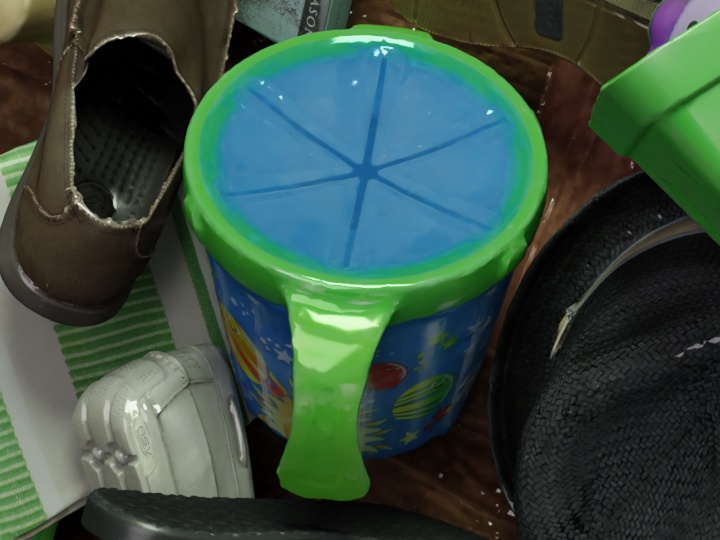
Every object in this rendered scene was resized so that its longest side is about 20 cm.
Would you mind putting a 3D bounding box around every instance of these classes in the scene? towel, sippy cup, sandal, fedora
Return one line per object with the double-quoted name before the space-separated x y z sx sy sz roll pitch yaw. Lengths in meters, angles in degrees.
"towel" -0.144 0.034 0.964 0.023 0.199 0.153 16 127 56
"sippy cup" 0.000 0.000 0.941 0.139 0.131 0.178 35 55 26
"sandal" -0.017 0.115 0.935 0.075 0.199 0.045 20 100 59
"sandal" 0.097 -0.109 0.937 0.199 0.054 0.081 21 128 25
"fedora" 0.119 0.062 0.891 0.200 0.092 0.202 9 111 25

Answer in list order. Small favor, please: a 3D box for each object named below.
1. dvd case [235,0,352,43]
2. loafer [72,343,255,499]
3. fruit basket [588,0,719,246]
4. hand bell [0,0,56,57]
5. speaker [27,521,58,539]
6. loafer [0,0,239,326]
"dvd case" -0.076 -0.191 1.011 0.199 0.022 0.147 32 129 22
"loafer" -0.057 0.127 0.983 0.070 0.070 0.201 12 119 50
"fruit basket" 0.155 -0.116 0.810 0.214 0.156 0.217 0 88 2
"hand bell" -0.177 -0.109 0.978 0.104 0.200 0.105 14 115 34
"speaker" -0.160 0.079 1.030 0.088 0.088 0.201 19 92 21
"loafer" -0.081 -0.075 0.943 0.071 0.073 0.201 -40 35 54
